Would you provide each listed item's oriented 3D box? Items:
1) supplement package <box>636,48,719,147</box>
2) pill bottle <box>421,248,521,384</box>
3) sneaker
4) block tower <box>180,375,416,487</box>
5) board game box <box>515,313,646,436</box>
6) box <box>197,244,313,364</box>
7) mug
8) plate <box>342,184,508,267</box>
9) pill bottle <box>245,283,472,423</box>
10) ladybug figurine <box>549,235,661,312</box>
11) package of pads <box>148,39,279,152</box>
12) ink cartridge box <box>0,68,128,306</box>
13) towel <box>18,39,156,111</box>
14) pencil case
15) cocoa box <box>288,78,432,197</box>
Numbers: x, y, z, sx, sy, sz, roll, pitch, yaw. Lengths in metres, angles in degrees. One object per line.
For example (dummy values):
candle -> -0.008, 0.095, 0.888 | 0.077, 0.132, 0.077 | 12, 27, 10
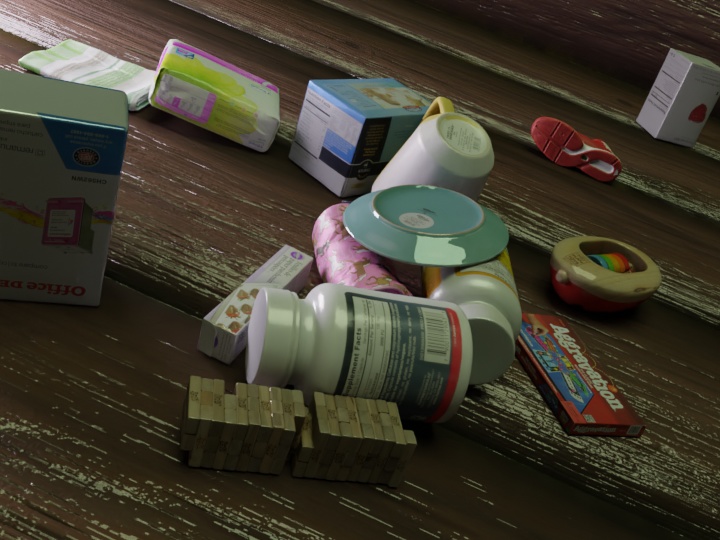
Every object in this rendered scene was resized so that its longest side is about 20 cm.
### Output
supplement package -> 0.815, -0.436, 2.078 | 0.119, 0.202, 0.120 | 10, 29, -16
pill bottle -> 0.125, 0.036, 0.937 | 0.111, 0.114, 0.201 | 16, 28, -6
sneaker -> 0.440, -0.253, 1.687 | 0.199, 0.079, 0.116 | 35, 21, 2
block tower -> -0.055, 0.140, 0.710 | 0.197, 0.055, 0.058 | 11, 30, -16
board game box -> 0.243, 0.118, 0.970 | 0.101, 0.020, 0.201 | 7, 31, -24
box -> -0.108, 0.031, 0.878 | 0.038, 0.042, 0.200 | 24, 30, 9
mug -> 0.100, -0.148, 1.141 | 0.148, 0.154, 0.188 | -16, 63, -34
plate -> 0.078, -0.063, 0.961 | 0.197, 0.026, 0.201 | 5, 30, -3
pill bottle -> -0.005, 0.076, 0.783 | 0.197, 0.121, 0.120 | 10, 30, -17
ladybug figurine -> 0.339, 0.009, 1.157 | 0.198, 0.073, 0.136 | -2, 36, -35
package of pads -> -0.220, -0.271, 1.267 | 0.198, 0.069, 0.155 | 21, 28, -18
ink cartridge box -> -0.304, -0.071, 0.768 | 0.142, 0.202, 0.085 | 6, 35, -23
towel -> -0.408, -0.313, 1.288 | 0.197, 0.031, 0.150 | 22, 28, 4
pencil case -> 0.000, 0.000, 0.954 | 0.082, 0.087, 0.201 | 26, 25, -28
cocoa box -> 0.012, -0.211, 1.269 | 0.133, 0.133, 0.199 | 38, 34, 30
